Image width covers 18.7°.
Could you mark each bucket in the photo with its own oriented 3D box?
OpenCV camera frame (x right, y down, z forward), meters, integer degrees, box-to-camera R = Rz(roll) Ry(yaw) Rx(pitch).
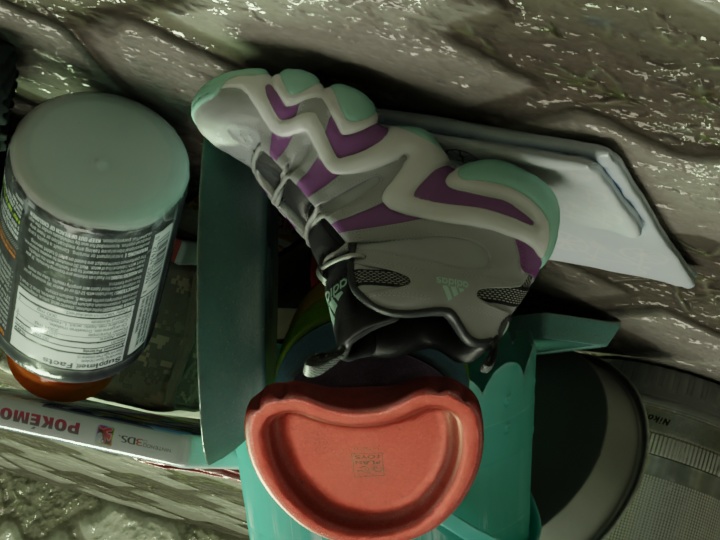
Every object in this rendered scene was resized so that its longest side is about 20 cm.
[{"bbox_3d":[0.017,0.113,1.357,0.206,0.135,0.207,-4,-168,1],"label":"bucket"}]

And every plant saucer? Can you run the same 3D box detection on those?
[{"bbox_3d":[0.082,0.049,1.470,0.070,0.019,0.200,8,168,-37],"label":"plant saucer"},{"bbox_3d":[-0.066,0.008,1.214,0.036,0.201,0.200,1,166,0],"label":"plant saucer"}]

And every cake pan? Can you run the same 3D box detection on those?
[{"bbox_3d":[0.098,0.128,1.479,0.200,0.201,0.037,6,147,41],"label":"cake pan"}]

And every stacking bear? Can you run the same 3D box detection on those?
[{"bbox_3d":[0.007,0.041,1.196,0.121,0.200,0.114,-2,129,4],"label":"stacking bear"}]

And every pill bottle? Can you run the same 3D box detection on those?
[{"bbox_3d":[-0.168,-0.004,1.307,0.106,0.106,0.200,18,140,-2],"label":"pill bottle"}]

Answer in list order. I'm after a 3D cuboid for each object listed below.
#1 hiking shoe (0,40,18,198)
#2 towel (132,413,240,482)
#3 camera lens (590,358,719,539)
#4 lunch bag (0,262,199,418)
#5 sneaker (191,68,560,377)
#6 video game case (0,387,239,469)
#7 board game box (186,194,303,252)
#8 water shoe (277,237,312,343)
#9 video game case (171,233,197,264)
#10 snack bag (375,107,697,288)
[{"bbox_3d":[-0.251,-0.068,1.286,0.086,0.075,0.200,10,138,-8],"label":"hiking shoe"},{"bbox_3d":[-0.070,0.104,1.674,0.144,0.023,0.200,12,-150,25],"label":"towel"},{"bbox_3d":[0.194,0.180,1.532,0.159,0.201,0.160,17,167,4],"label":"camera lens"},{"bbox_3d":[-0.144,0.048,1.608,0.163,0.118,0.200,11,175,26],"label":"lunch bag"},{"bbox_3d":[-0.011,-0.012,1.090,0.199,0.140,0.078,21,156,8],"label":"sneaker"},{"bbox_3d":[-0.155,0.104,1.426,0.181,0.023,0.200,10,177,19],"label":"video game case"},{"bbox_3d":[-0.017,-0.007,1.437,0.199,0.030,0.096,23,166,-11],"label":"board game box"},{"bbox_3d":[0.000,0.000,1.351,0.199,0.079,0.071,-6,178,-13],"label":"water shoe"},{"bbox_3d":[-0.202,-0.047,1.436,0.199,0.018,0.143,21,180,0],"label":"video game case"},{"bbox_3d":[0.074,-0.039,1.199,0.188,0.021,0.200,11,165,25],"label":"snack bag"}]
